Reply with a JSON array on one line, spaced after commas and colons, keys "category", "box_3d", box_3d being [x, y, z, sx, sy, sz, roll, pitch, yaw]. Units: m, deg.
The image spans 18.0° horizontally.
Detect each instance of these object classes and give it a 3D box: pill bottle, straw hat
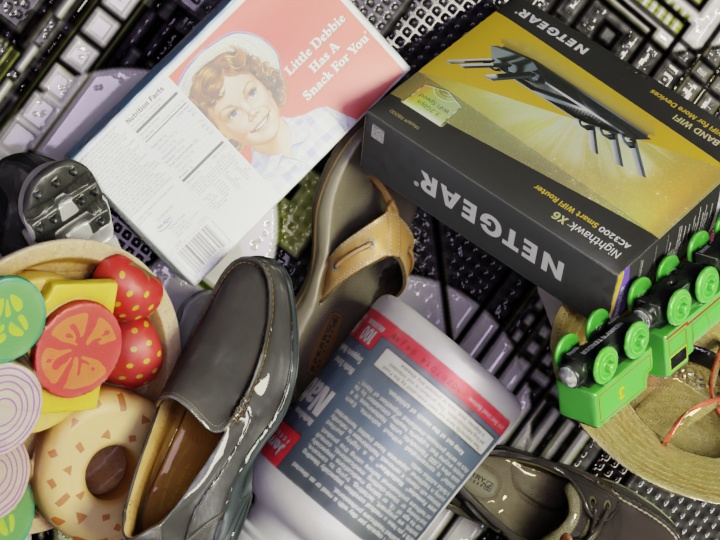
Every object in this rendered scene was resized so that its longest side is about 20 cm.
[{"category": "pill bottle", "box_3d": [-0.002, 0.127, 1.441, 0.119, 0.120, 0.200, 40, 87, -13]}, {"category": "straw hat", "box_3d": [0.201, 0.091, 1.397, 0.199, 0.085, 0.202, 7, 49, -9]}]

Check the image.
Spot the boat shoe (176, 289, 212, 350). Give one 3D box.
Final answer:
[{"category": "boat shoe", "box_3d": [-0.101, 0.115, 1.473, 0.073, 0.065, 0.202, -2, 96, -12]}]

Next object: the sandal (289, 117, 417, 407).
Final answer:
[{"category": "sandal", "box_3d": [0.000, 0.000, 1.476, 0.080, 0.054, 0.202, 17, 95, -42]}]

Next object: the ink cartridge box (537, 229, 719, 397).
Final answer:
[{"category": "ink cartridge box", "box_3d": [0.230, 0.022, 1.506, 0.199, 0.125, 0.129, -26, 100, -9]}]

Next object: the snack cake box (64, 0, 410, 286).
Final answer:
[{"category": "snack cake box", "box_3d": [-0.079, -0.101, 1.455, 0.200, 0.067, 0.115, -45, 101, -5]}]

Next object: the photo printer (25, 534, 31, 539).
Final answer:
[{"category": "photo printer", "box_3d": [-0.307, 0.096, 1.424, 0.165, 0.069, 0.202, -14, 98, -12]}]

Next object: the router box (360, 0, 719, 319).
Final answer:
[{"category": "router box", "box_3d": [0.124, -0.072, 1.425, 0.199, 0.052, 0.157, 34, 53, 23]}]

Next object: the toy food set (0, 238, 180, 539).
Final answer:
[{"category": "toy food set", "box_3d": [-0.190, 0.078, 1.378, 0.197, 0.049, 0.202, -3, 112, -38]}]

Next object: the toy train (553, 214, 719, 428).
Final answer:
[{"category": "toy train", "box_3d": [0.184, 0.028, 1.350, 0.199, 0.042, 0.057, -34, 128, -36]}]

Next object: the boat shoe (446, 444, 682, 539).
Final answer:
[{"category": "boat shoe", "box_3d": [0.132, 0.166, 1.530, 0.199, 0.065, 0.074, 20, 91, -13]}]

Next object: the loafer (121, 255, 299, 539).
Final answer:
[{"category": "loafer", "box_3d": [-0.091, 0.085, 1.391, 0.072, 0.072, 0.202, 24, 77, -57]}]

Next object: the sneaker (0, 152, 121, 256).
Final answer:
[{"category": "sneaker", "box_3d": [-0.182, 0.004, 1.446, 0.066, 0.090, 0.201, -34, 128, -23]}]

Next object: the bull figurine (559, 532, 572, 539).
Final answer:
[{"category": "bull figurine", "box_3d": [0.055, 0.222, 1.477, 0.199, 0.121, 0.066, -19, 96, -28]}]
